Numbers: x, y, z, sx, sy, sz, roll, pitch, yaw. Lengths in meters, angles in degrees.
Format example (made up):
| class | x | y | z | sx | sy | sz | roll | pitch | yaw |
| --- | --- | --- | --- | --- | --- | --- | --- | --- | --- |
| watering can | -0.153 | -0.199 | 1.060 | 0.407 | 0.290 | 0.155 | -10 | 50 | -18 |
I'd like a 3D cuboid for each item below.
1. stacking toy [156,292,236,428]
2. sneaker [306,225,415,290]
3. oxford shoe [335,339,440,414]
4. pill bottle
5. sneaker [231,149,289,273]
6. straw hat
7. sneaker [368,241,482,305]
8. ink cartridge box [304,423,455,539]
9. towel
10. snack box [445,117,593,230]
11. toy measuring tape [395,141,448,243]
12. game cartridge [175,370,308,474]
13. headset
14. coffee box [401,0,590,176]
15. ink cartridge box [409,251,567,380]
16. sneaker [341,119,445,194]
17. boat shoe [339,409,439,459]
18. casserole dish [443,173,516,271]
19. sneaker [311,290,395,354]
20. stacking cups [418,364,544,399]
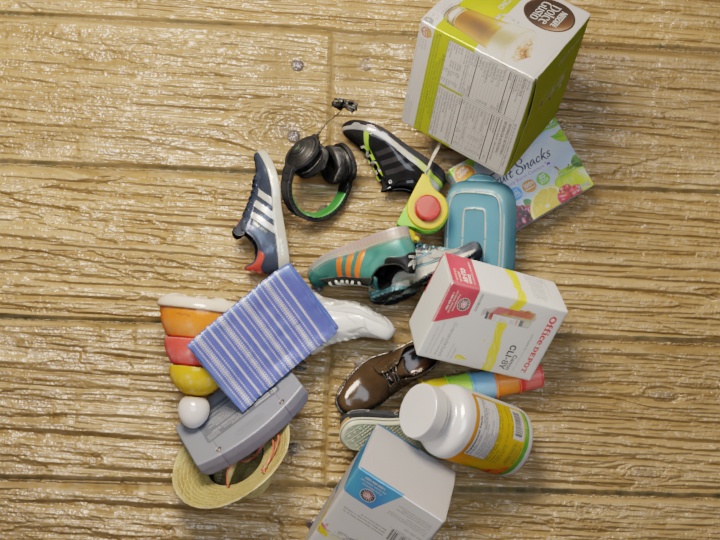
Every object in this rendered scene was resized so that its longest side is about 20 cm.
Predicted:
| class | x | y | z | sx | sy | sz | roll | pitch | yaw |
| --- | --- | --- | --- | --- | --- | --- | --- | --- | --- |
| stacking toy | -0.252 | 0.140 | 1.550 | 0.145 | 0.146 | 0.202 | 8 | 85 | -2 |
| sneaker | 0.000 | 0.000 | 1.576 | 0.199 | 0.071 | 0.080 | -23 | 75 | 33 |
| oxford shoe | 0.046 | 0.161 | 1.594 | 0.199 | 0.084 | 0.073 | -34 | 88 | -5 |
| pill bottle | 0.158 | 0.237 | 1.534 | 0.199 | 0.111 | 0.112 | 23 | 80 | -34 |
| sneaker | -0.168 | -0.092 | 1.617 | 0.084 | 0.075 | 0.202 | -8 | 83 | -9 |
| straw hat | -0.182 | 0.307 | 1.557 | 0.200 | 0.201 | 0.085 | -35 | 129 | -7 |
| sneaker | 0.095 | -0.017 | 1.599 | 0.199 | 0.078 | 0.087 | -21 | 71 | 19 |
| ink cartridge box | 0.023 | 0.368 | 1.497 | 0.146 | 0.146 | 0.201 | 32 | 111 | 1 |
| towel | -0.143 | 0.101 | 1.520 | 0.200 | 0.024 | 0.145 | -40 | 115 | -11 |
| snack box | 0.261 | -0.149 | 1.662 | 0.199 | 0.053 | 0.143 | -30 | 84 | -6 |
| toy measuring tape | 0.121 | -0.126 | 1.597 | 0.073 | 0.074 | 0.201 | 27 | 79 | 0 |
| game cartridge | -0.181 | 0.222 | 1.553 | 0.199 | 0.133 | 0.041 | -36 | 125 | -8 |
| headset | -0.053 | -0.175 | 1.604 | 0.123 | 0.094 | 0.201 | 9 | 98 | -38 |
| coffee box | 0.206 | -0.309 | 1.551 | 0.197 | 0.201 | 0.200 | 30 | 53 | 16 |
| ink cartridge box | 0.196 | 0.073 | 1.549 | 0.199 | 0.084 | 0.146 | 14 | 121 | -17 |
| sneaker | 0.046 | -0.170 | 1.642 | 0.199 | 0.072 | 0.083 | 32 | 83 | 1 |
| boat shoe | 0.058 | 0.254 | 1.591 | 0.199 | 0.062 | 0.075 | 8 | 106 | -18 |
| casserole dish | 0.186 | -0.053 | 1.612 | 0.120 | 0.039 | 0.202 | 5 | 101 | 24 |
| sneaker | -0.045 | 0.091 | 1.610 | 0.199 | 0.078 | 0.100 | 15 | 90 | 6 |
| stacking cups | 0.195 | 0.184 | 1.610 | 0.198 | 0.061 | 0.061 | -11 | 83 | -5 |
